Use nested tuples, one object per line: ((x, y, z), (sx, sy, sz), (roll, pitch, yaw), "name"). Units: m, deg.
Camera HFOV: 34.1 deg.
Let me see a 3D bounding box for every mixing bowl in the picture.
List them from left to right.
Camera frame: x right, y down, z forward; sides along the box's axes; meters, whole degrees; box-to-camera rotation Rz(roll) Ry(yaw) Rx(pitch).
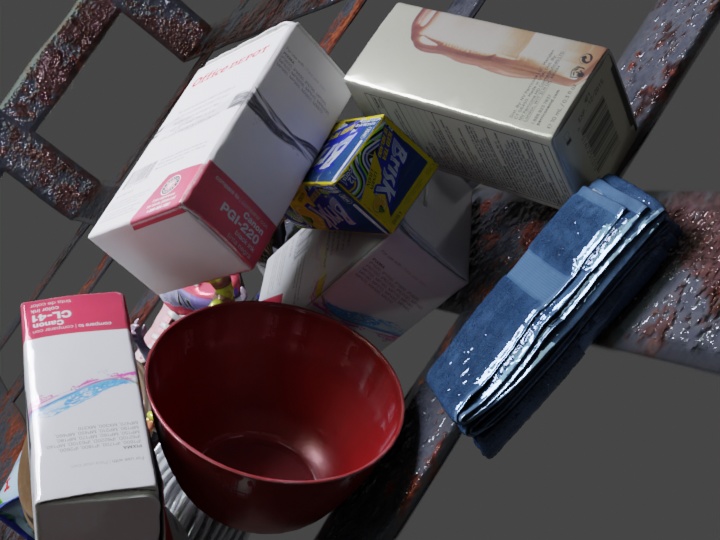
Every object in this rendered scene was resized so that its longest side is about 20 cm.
((-0.073, 0.126, 0.903), (0.201, 0.198, 0.109), (-85, 9, -56), "mixing bowl")

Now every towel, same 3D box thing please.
((0.123, 0.024, 0.798), (0.201, 0.048, 0.112), (-51, 20, 6), "towel")

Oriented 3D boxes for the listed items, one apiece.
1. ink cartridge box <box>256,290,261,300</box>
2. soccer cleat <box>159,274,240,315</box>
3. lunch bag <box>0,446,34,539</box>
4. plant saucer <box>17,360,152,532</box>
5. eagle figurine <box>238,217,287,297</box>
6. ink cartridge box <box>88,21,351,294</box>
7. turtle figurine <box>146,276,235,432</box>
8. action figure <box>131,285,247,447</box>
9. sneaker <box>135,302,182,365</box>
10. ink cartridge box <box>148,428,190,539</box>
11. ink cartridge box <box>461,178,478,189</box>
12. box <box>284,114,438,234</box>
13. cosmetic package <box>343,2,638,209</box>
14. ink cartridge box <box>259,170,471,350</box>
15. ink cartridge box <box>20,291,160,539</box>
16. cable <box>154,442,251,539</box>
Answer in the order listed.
((-0.051, 0.003, 1.226), (0.201, 0.039, 0.099), (-53, 21, 1), "ink cartridge box")
((-0.169, 0.018, 1.205), (0.066, 0.077, 0.200), (-19, 20, -24), "soccer cleat")
((-0.298, 0.207, 1.322), (0.199, 0.128, 0.171), (-25, 32, 30), "lunch bag")
((-0.283, 0.175, 1.185), (0.199, 0.029, 0.202), (-26, 48, 32), "plant saucer")
((-0.130, -0.039, 1.316), (0.200, 0.150, 0.153), (173, 97, -71), "eagle figurine")
((-0.110, -0.090, 0.950), (0.145, 0.085, 0.201), (-13, 43, 48), "ink cartridge box")
((-0.131, 0.059, 1.046), (0.161, 0.064, 0.202), (19, -91, -78), "turtle figurine")
((-0.174, 0.111, 1.279), (0.132, 0.151, 0.200), (-15, 11, 12), "action figure")
((-0.215, 0.076, 1.405), (0.201, 0.075, 0.105), (-57, 15, 12), "sneaker")
((-0.132, 0.223, 0.875), (0.162, 0.056, 0.203), (-143, 56, -70), "ink cartridge box")
((0.075, -0.129, 1.155), (0.161, 0.050, 0.201), (-38, 27, 35), "ink cartridge box")
((-0.019, -0.077, 0.964), (0.070, 0.064, 0.200), (-54, 21, -11), "box")
((0.099, -0.126, 0.898), (0.199, 0.104, 0.088), (23, 71, 36), "cosmetic package")
((0.000, 0.000, 1.029), (0.200, 0.085, 0.148), (-38, 25, 30), "ink cartridge box")
((-0.201, 0.137, 0.863), (0.201, 0.085, 0.149), (-110, 22, -48), "ink cartridge box")
((-0.158, 0.220, 1.063), (0.201, 0.069, 0.200), (-56, 20, -4), "cable")
